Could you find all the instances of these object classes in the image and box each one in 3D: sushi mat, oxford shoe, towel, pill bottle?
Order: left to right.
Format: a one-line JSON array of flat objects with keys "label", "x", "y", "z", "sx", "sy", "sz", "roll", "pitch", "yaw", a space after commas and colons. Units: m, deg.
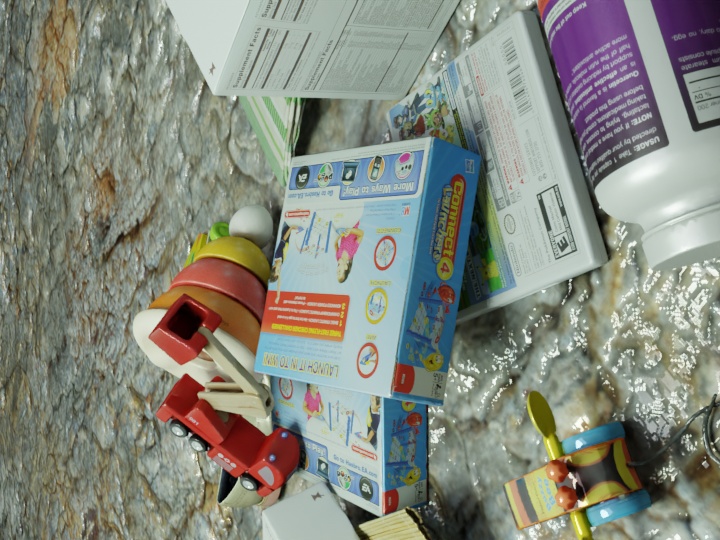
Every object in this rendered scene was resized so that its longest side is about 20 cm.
[{"label": "oxford shoe", "x": -0.126, "y": 0.173, "z": 1.057, "sx": 0.070, "sy": 0.073, "sz": 0.204, "roll": 8, "pitch": 98, "yaw": 55}, {"label": "towel", "x": -0.091, "y": -0.200, "z": 0.956, "sx": 0.201, "sy": 0.023, "sz": 0.154, "roll": 102, "pitch": 146, "yaw": -55}, {"label": "sushi mat", "x": 0.036, "y": 0.265, "z": 0.839, "sx": 0.096, "sy": 0.012, "sz": 0.200, "roll": 56, "pitch": 153, "yaw": 7}, {"label": "pill bottle", "x": 0.182, "y": -0.108, "z": 0.562, "sx": 0.112, "sy": 0.111, "sz": 0.203, "roll": -28, "pitch": 72, "yaw": 52}]

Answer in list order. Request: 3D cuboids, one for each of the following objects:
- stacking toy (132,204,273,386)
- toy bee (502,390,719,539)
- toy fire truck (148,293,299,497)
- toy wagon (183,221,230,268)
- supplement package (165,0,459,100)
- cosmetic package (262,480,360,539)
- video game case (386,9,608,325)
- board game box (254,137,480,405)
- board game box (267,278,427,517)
[{"label": "stacking toy", "x": -0.138, "y": 0.016, "z": 0.993, "sx": 0.145, "sy": 0.145, "sz": 0.202, "roll": -23, "pitch": 37, "yaw": 53}, {"label": "toy bee", "x": 0.151, "y": 0.137, "z": 0.643, "sx": 0.132, "sy": 0.107, "sz": 0.201, "roll": 57, "pitch": 136, "yaw": 34}, {"label": "toy fire truck", "x": -0.127, "y": 0.126, "z": 0.893, "sx": 0.199, "sy": 0.049, "sz": 0.141, "roll": 40, "pitch": 136, "yaw": -9}, {"label": "toy wagon", "x": -0.195, "y": 0.043, "z": 1.100, "sx": 0.202, "sy": 0.039, "sz": 0.156, "roll": -88, "pitch": 23, "yaw": -46}, {"label": "supplement package", "x": -0.040, "y": -0.250, "z": 0.775, "sx": 0.153, "sy": 0.198, "sz": 0.151, "roll": 60, "pitch": 138, "yaw": 28}, {"label": "cosmetic package", "x": -0.045, "y": 0.315, "z": 0.922, "sx": 0.102, "sy": 0.070, "sz": 0.202, "roll": 50, "pitch": 149, "yaw": 38}, {"label": "video game case", "x": 0.101, "y": -0.074, "z": 0.755, "sx": 0.182, "sy": 0.022, "sz": 0.203, "roll": -28, "pitch": 73, "yaw": 52}, {"label": "board game box", "x": 0.000, "y": 0.000, "z": 0.782, "sx": 0.199, "sy": 0.055, "sz": 0.199, "roll": 2, "pitch": 80, "yaw": 53}, {"label": "board game box", "x": -0.017, "y": 0.113, "z": 0.915, "sx": 0.199, "sy": 0.055, "sz": 0.200, "roll": 9, "pitch": 102, "yaw": 53}]
